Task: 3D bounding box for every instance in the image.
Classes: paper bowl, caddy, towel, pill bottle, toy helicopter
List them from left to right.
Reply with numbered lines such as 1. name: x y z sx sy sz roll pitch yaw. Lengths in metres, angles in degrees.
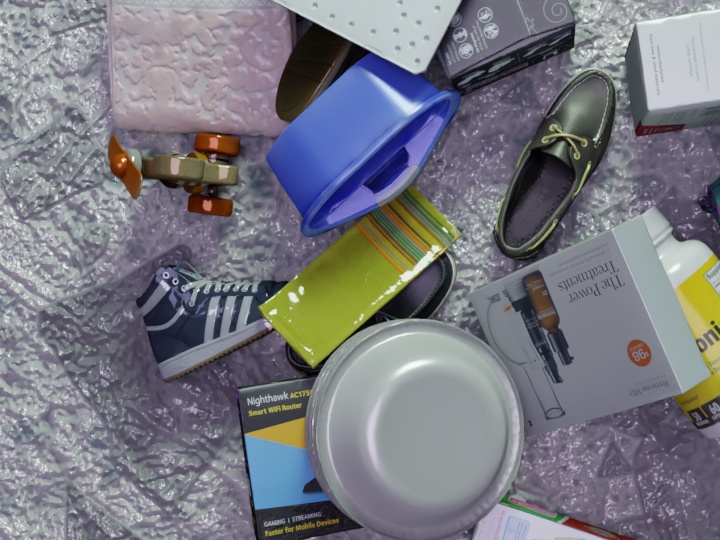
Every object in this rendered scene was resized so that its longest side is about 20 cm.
1. toy helicopter: -0.181 -0.098 1.109 0.130 0.200 0.080 8 92 -8
2. towel: -0.159 -0.228 1.158 0.197 0.032 0.194 4 114 12
3. towel: 0.000 0.000 1.125 0.200 0.018 0.086 -41 65 -15
4. caddy: 0.007 -0.115 1.109 0.200 0.141 0.105 -42 81 8
5. paper bowl: 0.053 0.146 1.064 0.197 0.104 0.204 1 88 -14
6. pill bottle: 0.301 0.044 1.076 0.111 0.111 0.201 -38 84 7

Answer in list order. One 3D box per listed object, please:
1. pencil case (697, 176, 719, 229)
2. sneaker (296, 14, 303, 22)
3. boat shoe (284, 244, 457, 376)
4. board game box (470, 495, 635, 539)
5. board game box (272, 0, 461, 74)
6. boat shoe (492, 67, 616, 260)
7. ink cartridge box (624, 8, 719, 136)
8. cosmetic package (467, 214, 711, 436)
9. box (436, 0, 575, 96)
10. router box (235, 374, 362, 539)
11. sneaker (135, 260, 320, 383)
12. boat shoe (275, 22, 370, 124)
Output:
1. pencil case: 0.417 -0.084 1.069 0.198 0.092 0.086 -29 51 11
2. sneaker: -0.119 -0.331 1.160 0.095 0.079 0.201 -42 84 9
3. boat shoe: 0.009 0.042 1.149 0.198 0.062 0.075 -31 84 7
4. board game box: 0.193 0.319 1.130 0.197 0.040 0.155 18 93 9
5. board game box: 0.018 -0.306 1.049 0.198 0.026 0.202 29 93 12
6. boat shoe: 0.190 -0.102 1.118 0.071 0.061 0.203 27 95 8
7. ink cartridge box: 0.346 -0.184 1.049 0.197 0.146 0.084 -8 87 9
8. cosmetic package: 0.202 0.056 1.063 0.199 0.051 0.152 -29 85 52
9. box: 0.110 -0.287 1.104 0.131 0.115 0.203 -21 85 10
10. router box: -0.014 0.172 1.126 0.197 0.051 0.152 -9 88 -12
11. sneaker: -0.134 0.024 1.168 0.198 0.070 0.110 -26 88 11
12. boat shoe: -0.013 -0.222 1.132 0.073 0.065 0.202 22 81 46
